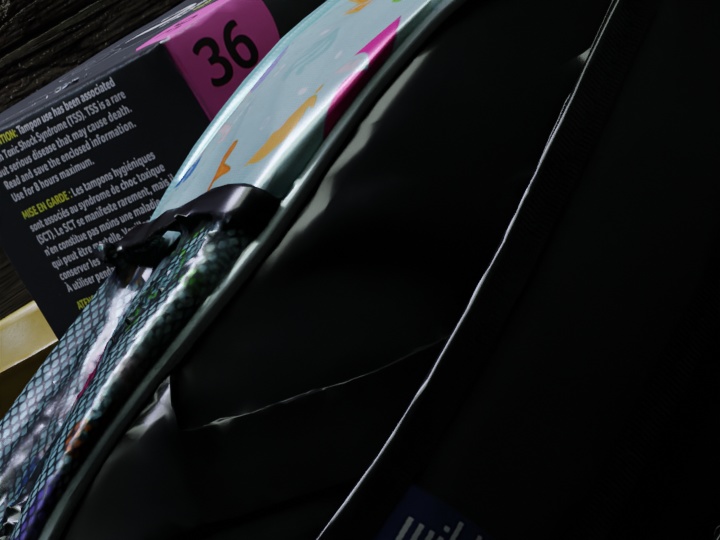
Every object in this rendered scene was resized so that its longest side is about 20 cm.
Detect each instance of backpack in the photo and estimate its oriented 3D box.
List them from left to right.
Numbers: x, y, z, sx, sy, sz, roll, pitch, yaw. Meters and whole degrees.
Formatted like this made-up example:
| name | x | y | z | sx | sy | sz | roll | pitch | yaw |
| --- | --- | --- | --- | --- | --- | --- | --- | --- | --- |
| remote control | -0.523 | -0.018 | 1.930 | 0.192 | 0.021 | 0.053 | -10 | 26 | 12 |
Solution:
| name | x | y | z | sx | sy | sz | roll | pitch | yaw |
| --- | --- | --- | --- | --- | --- | --- | --- | --- | --- |
| backpack | 0.026 | 0.040 | 0.481 | 0.200 | 0.177 | 0.151 | -57 | 19 | -12 |

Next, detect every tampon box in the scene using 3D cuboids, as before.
| name | x | y | z | sx | sy | sz | roll | pitch | yaw |
| --- | --- | --- | --- | --- | --- | --- | --- | --- | --- |
| tampon box | 0.000 | 0.000 | 0.812 | 0.126 | 0.200 | 0.150 | -19 | 14 | 48 |

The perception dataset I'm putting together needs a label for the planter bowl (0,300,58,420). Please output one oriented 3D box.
| name | x | y | z | sx | sy | sz | roll | pitch | yaw |
| --- | --- | --- | --- | --- | --- | --- | --- | --- | --- |
| planter bowl | -0.139 | 0.058 | 1.295 | 0.200 | 0.084 | 0.200 | -30 | 9 | 5 |
